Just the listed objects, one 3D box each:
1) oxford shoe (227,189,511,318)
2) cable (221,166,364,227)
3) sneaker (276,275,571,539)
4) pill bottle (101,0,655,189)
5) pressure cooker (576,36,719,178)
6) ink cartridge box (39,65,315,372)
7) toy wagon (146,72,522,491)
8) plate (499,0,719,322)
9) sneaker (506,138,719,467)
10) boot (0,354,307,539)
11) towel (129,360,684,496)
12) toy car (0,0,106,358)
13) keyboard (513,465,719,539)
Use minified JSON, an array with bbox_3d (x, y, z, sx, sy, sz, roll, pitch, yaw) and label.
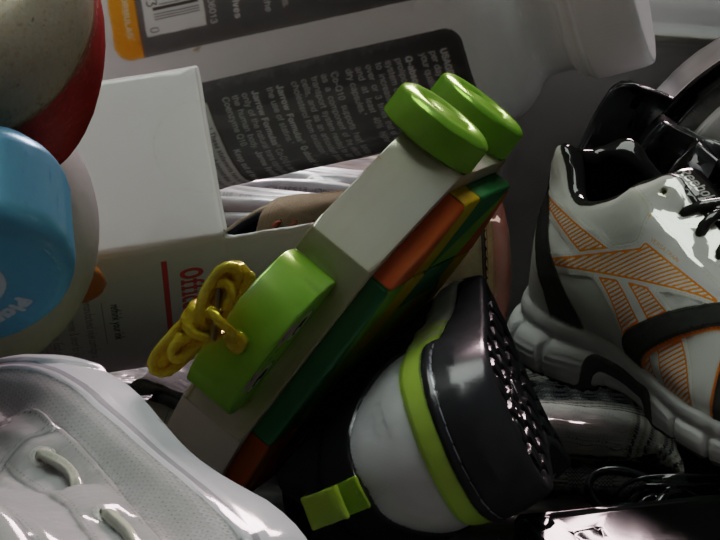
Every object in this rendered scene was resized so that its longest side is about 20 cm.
[{"bbox_3d":[0.000,0.000,1.126,0.074,0.071,0.200,-1,-3,-21],"label":"oxford shoe"},{"bbox_3d":[-0.031,-0.012,1.358,0.200,0.069,0.200,7,8,21],"label":"cable"},{"bbox_3d":[0.012,0.049,0.896,0.083,0.072,0.200,-25,-3,6],"label":"sneaker"},{"bbox_3d":[0.003,-0.101,1.079,0.200,0.117,0.116,-12,5,10],"label":"pill bottle"},{"bbox_3d":[0.178,-0.006,1.059,0.176,0.179,0.200,-16,5,7],"label":"pressure cooker"},{"bbox_3d":[-0.107,-0.011,1.013,0.200,0.068,0.115,-8,-21,-5],"label":"ink cartridge box"},{"bbox_3d":[-0.015,0.015,0.869,0.040,0.155,0.200,38,12,5],"label":"toy wagon"},{"bbox_3d":[0.119,-0.035,1.189,0.200,0.200,0.032,2,26,-14],"label":"plate"},{"bbox_3d":[0.114,0.010,0.910,0.074,0.080,0.200,-6,17,-35],"label":"sneaker"},{"bbox_3d":[-0.097,0.063,0.743,0.095,0.074,0.200,7,6,-33],"label":"boot"},{"bbox_3d":[0.018,0.046,1.090,0.200,0.035,0.193,4,8,3],"label":"towel"},{"bbox_3d":[-0.150,-0.022,0.868,0.177,0.185,0.200,-12,-35,2],"label":"toy car"},{"bbox_3d":[0.144,0.091,0.859,0.200,0.040,0.104,-3,25,-20],"label":"keyboard"}]
